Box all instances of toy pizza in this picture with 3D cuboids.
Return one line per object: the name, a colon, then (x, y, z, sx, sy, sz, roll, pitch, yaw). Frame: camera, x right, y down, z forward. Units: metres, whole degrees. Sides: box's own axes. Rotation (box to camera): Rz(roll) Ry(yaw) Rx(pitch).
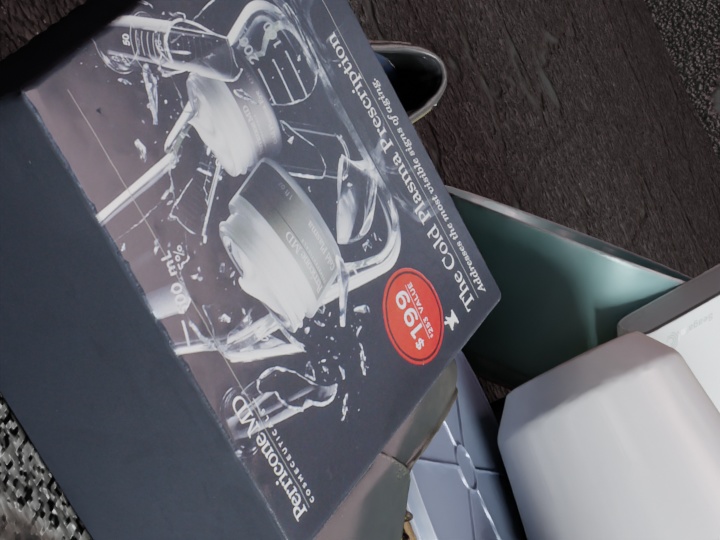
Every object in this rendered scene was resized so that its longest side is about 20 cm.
toy pizza: (0.044, 0.111, 0.970, 0.201, 0.031, 0.201, 57, 21, -34)

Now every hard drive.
hard drive: (0.224, 0.094, 1.158, 0.026, 0.131, 0.202, 34, -38, 46)

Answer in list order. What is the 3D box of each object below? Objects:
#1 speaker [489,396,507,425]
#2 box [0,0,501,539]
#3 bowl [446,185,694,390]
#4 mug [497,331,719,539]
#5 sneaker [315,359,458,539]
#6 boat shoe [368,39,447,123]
speaker: (0.126, 0.178, 1.143, 0.201, 0.081, 0.081, 60, 19, -19)
box: (-0.061, -0.014, 0.717, 0.182, 0.103, 0.201, -48, 115, -44)
bowl: (0.120, 0.024, 1.189, 0.106, 0.199, 0.200, -69, 160, 6)
mug: (0.143, 0.126, 1.020, 0.148, 0.186, 0.154, -22, 82, -28)
sneaker: (-0.005, 0.118, 0.783, 0.200, 0.074, 0.107, -45, 110, -39)
boat shoe: (-0.028, -0.085, 0.935, 0.199, 0.066, 0.071, -13, 89, -46)
